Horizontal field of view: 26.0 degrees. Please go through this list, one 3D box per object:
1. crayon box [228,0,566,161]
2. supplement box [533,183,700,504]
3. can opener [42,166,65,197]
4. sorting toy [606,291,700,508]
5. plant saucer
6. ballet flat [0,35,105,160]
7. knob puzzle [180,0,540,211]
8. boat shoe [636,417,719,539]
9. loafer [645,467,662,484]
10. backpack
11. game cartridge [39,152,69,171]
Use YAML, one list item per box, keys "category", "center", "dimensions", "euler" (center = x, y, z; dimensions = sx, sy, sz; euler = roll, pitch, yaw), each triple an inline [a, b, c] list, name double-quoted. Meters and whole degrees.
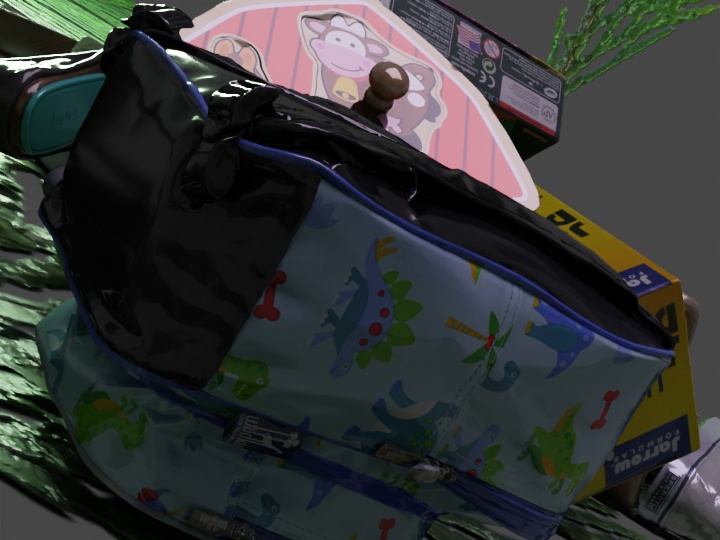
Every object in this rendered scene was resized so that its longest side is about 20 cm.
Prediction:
- category: "crayon box"
  center: [0.000, -0.113, 1.004]
  dimensions: [0.200, 0.058, 0.172]
  euler: [26, -32, -25]
- category: "supplement box"
  center: [0.085, 0.033, 0.873]
  dimensions: [0.200, 0.109, 0.110]
  euler: [43, -30, 57]
- category: "can opener"
  center: [-0.093, -0.020, 0.864]
  dimensions: [0.067, 0.053, 0.200]
  euler: [37, 8, 32]
- category: "sorting toy"
  center: [0.128, 0.039, 1.012]
  dimensions: [0.036, 0.200, 0.185]
  euler: [-33, 55, -33]
- category: "plant saucer"
  center: [-0.235, -0.165, 1.222]
  dimensions: [0.200, 0.032, 0.200]
  euler: [24, 0, 0]
- category: "ballet flat"
  center: [-0.156, -0.104, 0.897]
  dimensions: [0.068, 0.068, 0.200]
  euler: [21, 15, 24]
- category: "knob puzzle"
  center: [-0.004, -0.069, 0.713]
  dimensions: [0.219, 0.030, 0.220]
  euler: [15, 47, -16]
- category: "boat shoe"
  center: [0.255, 0.155, 1.077]
  dimensions: [0.086, 0.075, 0.202]
  euler: [34, 10, 17]
- category: "loafer"
  center: [0.197, 0.089, 1.111]
  dimensions: [0.200, 0.072, 0.073]
  euler: [47, 36, -42]
- category: "backpack"
  center: [-0.009, 0.022, 0.551]
  dimensions: [0.200, 0.147, 0.183]
  euler: [24, 9, -27]
- category: "game cartridge"
  center: [-0.138, -0.054, 0.983]
  dimensions: [0.133, 0.041, 0.200]
  euler: [31, 6, -41]
